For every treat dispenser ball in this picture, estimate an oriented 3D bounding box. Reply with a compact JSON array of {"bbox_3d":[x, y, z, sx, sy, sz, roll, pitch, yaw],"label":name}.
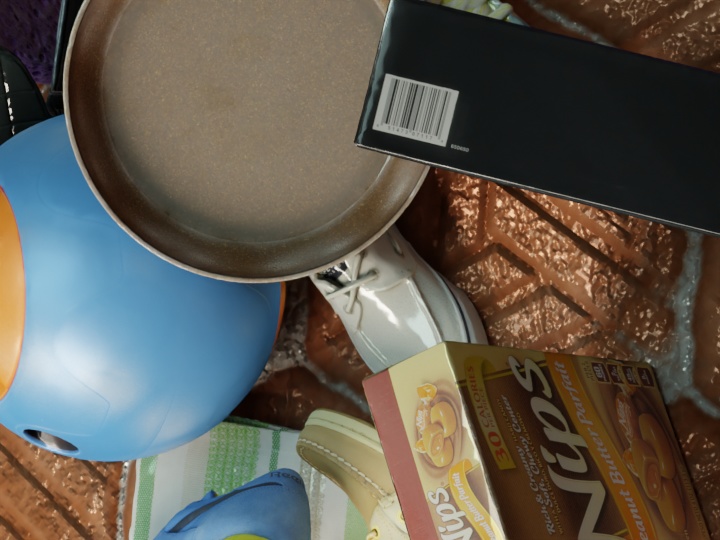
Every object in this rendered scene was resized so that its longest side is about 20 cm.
[{"bbox_3d":[-0.142,0.008,1.215,0.200,0.201,0.202,-5,81,35],"label":"treat dispenser ball"}]

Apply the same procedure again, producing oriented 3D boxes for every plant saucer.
[{"bbox_3d":[-0.056,-0.095,1.117,0.200,0.032,0.201,-1,95,-7],"label":"plant saucer"}]

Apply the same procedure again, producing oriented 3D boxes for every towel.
[{"bbox_3d":[-0.052,0.163,1.243,0.200,0.031,0.150,7,90,34],"label":"towel"}]

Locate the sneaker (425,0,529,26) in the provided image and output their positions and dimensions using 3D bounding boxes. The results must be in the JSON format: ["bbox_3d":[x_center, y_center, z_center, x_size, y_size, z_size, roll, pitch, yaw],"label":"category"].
[{"bbox_3d":[0.039,-0.153,1.149,0.200,0.079,0.131,24,137,34],"label":"sneaker"}]

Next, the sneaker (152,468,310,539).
[{"bbox_3d":[-0.097,0.172,1.149,0.200,0.066,0.079,-37,25,33],"label":"sneaker"}]

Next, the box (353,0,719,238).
[{"bbox_3d":[0.105,-0.072,1.036,0.199,0.141,0.079,14,92,2],"label":"box"}]

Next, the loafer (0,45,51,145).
[{"bbox_3d":[-0.223,-0.057,1.311,0.072,0.073,0.200,-118,22,-50],"label":"loafer"}]

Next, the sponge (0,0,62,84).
[{"bbox_3d":[-0.244,-0.223,1.371,0.030,0.111,0.201,-23,72,29],"label":"sponge"}]

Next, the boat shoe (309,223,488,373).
[{"bbox_3d":[0.000,0.000,1.195,0.071,0.070,0.200,-42,62,24],"label":"boat shoe"}]

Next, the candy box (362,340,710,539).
[{"bbox_3d":[0.092,0.102,1.038,0.055,0.200,0.116,-28,69,30],"label":"candy box"}]

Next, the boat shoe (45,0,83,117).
[{"bbox_3d":[-0.166,-0.097,1.326,0.072,0.068,0.201,5,88,36],"label":"boat shoe"}]

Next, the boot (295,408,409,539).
[{"bbox_3d":[0.009,0.181,1.119,0.200,0.073,0.156,38,79,17],"label":"boot"}]
